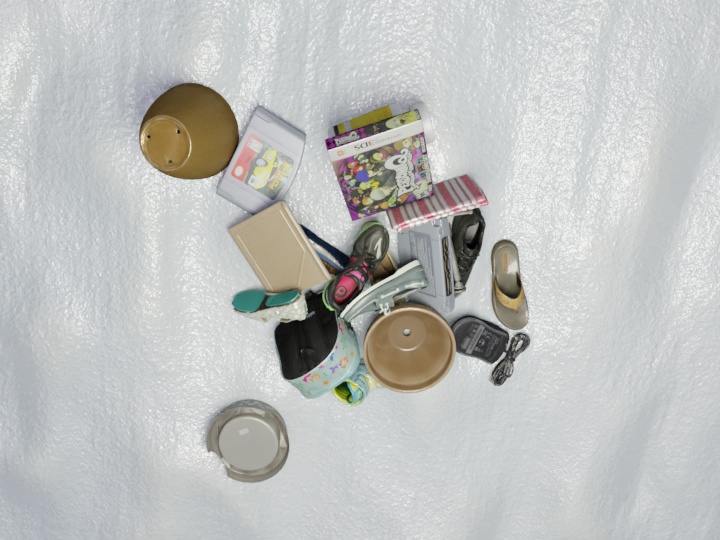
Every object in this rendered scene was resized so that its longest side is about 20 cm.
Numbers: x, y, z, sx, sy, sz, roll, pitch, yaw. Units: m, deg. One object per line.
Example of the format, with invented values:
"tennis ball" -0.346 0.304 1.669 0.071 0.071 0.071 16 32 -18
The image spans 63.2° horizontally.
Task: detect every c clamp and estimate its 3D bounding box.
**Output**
"c clamp" 0.172 -0.026 1.213 0.027 0.169 0.205 -26 112 -38

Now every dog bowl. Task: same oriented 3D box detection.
"dog bowl" -0.261 0.398 1.383 0.194 0.059 0.205 0 107 -1

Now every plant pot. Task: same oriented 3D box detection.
"plant pot" -0.336 -0.250 1.102 0.181 0.201 0.191 -1 108 -2
"plant pot" 0.102 0.154 1.267 0.195 0.093 0.206 0 112 0

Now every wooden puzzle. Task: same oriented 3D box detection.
"wooden puzzle" -0.167 -0.038 1.216 0.197 0.037 0.187 -18 110 40

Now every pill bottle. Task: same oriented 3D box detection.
"pill bottle" 0.042 -0.259 1.149 0.196 0.112 0.114 -20 107 6

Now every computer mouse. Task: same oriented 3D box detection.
"computer mouse" 0.274 0.164 1.322 0.197 0.053 0.140 28 100 -21

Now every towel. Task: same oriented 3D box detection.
"towel" 0.147 -0.132 1.174 0.195 0.147 0.030 -17 116 5

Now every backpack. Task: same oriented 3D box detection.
"backpack" -0.088 0.168 1.238 0.176 0.201 0.151 -35 120 9

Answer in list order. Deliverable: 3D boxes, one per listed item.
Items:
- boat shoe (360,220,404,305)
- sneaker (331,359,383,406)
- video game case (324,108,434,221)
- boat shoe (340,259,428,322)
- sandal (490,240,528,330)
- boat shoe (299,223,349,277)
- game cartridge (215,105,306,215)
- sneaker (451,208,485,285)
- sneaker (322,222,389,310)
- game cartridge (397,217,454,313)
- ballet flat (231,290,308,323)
"boat shoe" 0.044 -0.002 1.255 0.072 0.063 0.204 -19 106 9
"sneaker" 0.023 0.252 1.302 0.194 0.131 0.082 -4 108 -1
"video game case" 0.042 -0.193 1.109 0.177 0.036 0.202 -16 143 3
"boat shoe" 0.051 0.054 1.179 0.198 0.073 0.063 -32 82 -14
"sandal" 0.328 0.037 1.273 0.079 0.055 0.205 -8 104 -3
"boat shoe" -0.080 -0.016 1.253 0.198 0.072 0.073 38 109 -1
"game cartridge" -0.197 -0.213 1.202 0.131 0.041 0.203 27 106 -13
"sneaker" 0.213 -0.033 1.234 0.074 0.091 0.205 7 109 -9
"sneaker" 0.000 0.000 1.171 0.076 0.084 0.203 31 94 -18
"game cartridge" 0.134 -0.021 1.221 0.040 0.132 0.205 -24 117 -37
"ballet flat" -0.193 0.084 1.247 0.196 0.072 0.073 -2 112 35
